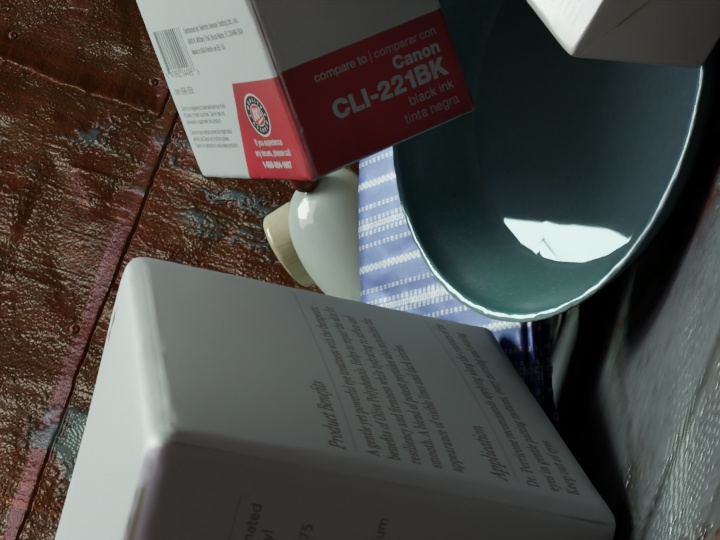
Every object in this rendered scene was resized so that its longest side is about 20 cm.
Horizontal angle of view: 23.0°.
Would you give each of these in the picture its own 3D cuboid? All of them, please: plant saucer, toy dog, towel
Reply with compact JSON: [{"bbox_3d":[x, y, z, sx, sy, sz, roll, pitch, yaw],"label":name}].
[{"bbox_3d":[0.084,-0.077,0.734,0.200,0.036,0.200,-12,75,55],"label":"plant saucer"},{"bbox_3d":[0.000,0.000,0.959,0.132,0.096,0.200,-49,45,1],"label":"toy dog"},{"bbox_3d":[0.044,0.006,0.838,0.145,0.024,0.200,-17,71,56],"label":"towel"}]

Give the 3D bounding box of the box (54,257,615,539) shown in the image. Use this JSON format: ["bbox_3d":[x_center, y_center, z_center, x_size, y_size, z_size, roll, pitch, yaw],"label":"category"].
[{"bbox_3d":[-0.029,0.127,0.703,0.199,0.171,0.200,-117,42,-69],"label":"box"}]

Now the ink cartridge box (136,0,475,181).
[{"bbox_3d":[-0.046,-0.146,0.756,0.144,0.084,0.200,9,122,66],"label":"ink cartridge box"}]

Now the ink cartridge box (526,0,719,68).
[{"bbox_3d":[0.079,-0.182,0.650,0.200,0.067,0.116,59,135,35],"label":"ink cartridge box"}]
